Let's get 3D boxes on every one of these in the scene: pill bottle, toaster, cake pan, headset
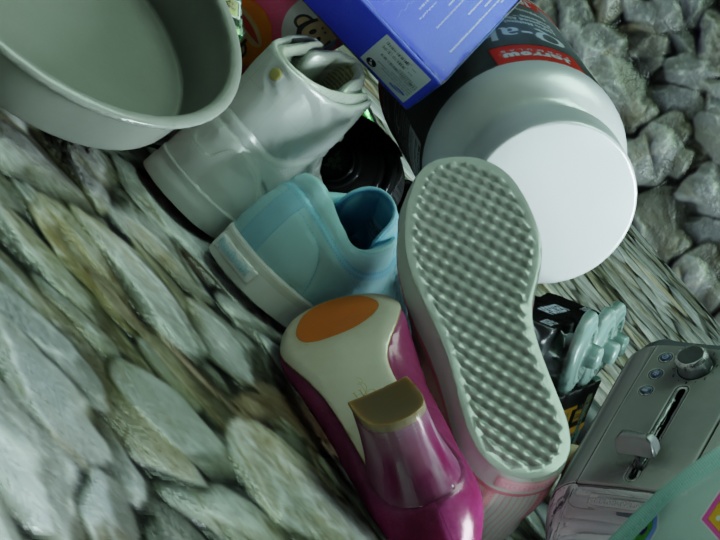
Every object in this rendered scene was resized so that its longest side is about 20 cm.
[{"bbox_3d":[0.083,-0.076,1.487,0.116,0.116,0.200,43,10,-25],"label":"pill bottle"},{"bbox_3d":[0.168,0.141,1.307,0.113,0.129,0.200,7,-52,34],"label":"toaster"},{"bbox_3d":[-0.147,-0.136,1.282,0.200,0.037,0.200,31,34,-23],"label":"cake pan"},{"bbox_3d":[0.016,-0.044,1.585,0.124,0.094,0.200,56,17,-49],"label":"headset"}]

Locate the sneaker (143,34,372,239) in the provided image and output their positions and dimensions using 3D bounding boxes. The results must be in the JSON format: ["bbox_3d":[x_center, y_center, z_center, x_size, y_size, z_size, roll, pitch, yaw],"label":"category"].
[{"bbox_3d":[-0.031,-0.063,1.446,0.074,0.116,0.200,48,7,17],"label":"sneaker"}]

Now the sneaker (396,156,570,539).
[{"bbox_3d":[0.052,0.046,1.345,0.075,0.105,0.201,0,55,-14],"label":"sneaker"}]

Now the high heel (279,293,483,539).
[{"bbox_3d":[0.014,0.077,1.282,0.096,0.067,0.200,70,-11,-21],"label":"high heel"}]

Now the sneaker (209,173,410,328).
[{"bbox_3d":[0.000,0.000,1.420,0.074,0.082,0.200,52,11,23],"label":"sneaker"}]

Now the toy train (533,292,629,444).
[{"bbox_3d":[0.091,0.062,1.477,0.085,0.114,0.200,22,7,12],"label":"toy train"}]

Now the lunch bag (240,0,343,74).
[{"bbox_3d":[-0.021,-0.166,1.538,0.200,0.176,0.082,-40,103,-47],"label":"lunch bag"}]

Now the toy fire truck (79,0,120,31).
[{"bbox_3d":[-0.184,-0.174,1.421,0.200,0.049,0.141,49,11,14],"label":"toy fire truck"}]

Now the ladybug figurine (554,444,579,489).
[{"bbox_3d":[0.170,0.180,1.464,0.200,0.072,0.136,50,9,13],"label":"ladybug figurine"}]

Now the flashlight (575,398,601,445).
[{"bbox_3d":[0.125,0.107,1.611,0.200,0.068,0.068,46,-28,20],"label":"flashlight"}]

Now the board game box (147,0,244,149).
[{"bbox_3d":[-0.095,-0.174,1.443,0.023,0.105,0.200,14,52,-24],"label":"board game box"}]

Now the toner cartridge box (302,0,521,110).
[{"bbox_3d":[0.058,-0.187,1.463,0.095,0.200,0.043,47,-32,-7],"label":"toner cartridge box"}]

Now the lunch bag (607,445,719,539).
[{"bbox_3d":[0.169,0.175,1.097,0.170,0.200,0.122,52,11,33],"label":"lunch bag"}]
